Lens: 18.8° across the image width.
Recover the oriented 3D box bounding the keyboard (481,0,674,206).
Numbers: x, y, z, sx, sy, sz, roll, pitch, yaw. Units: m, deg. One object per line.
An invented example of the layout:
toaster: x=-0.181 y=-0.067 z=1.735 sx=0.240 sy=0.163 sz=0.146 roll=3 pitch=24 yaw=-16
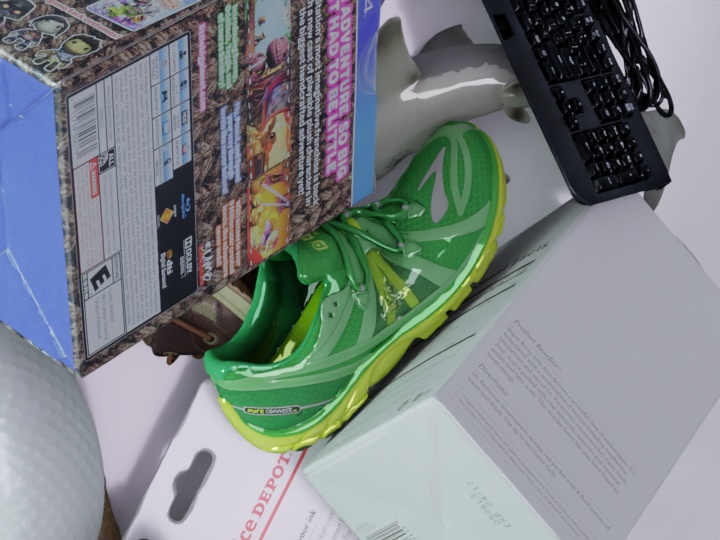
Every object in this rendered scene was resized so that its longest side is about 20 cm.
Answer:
keyboard: x=0.110 y=-0.135 z=1.116 sx=0.104 sy=0.040 sz=0.201 roll=-15 pitch=78 yaw=-47

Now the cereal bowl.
cereal bowl: x=-0.233 y=0.105 z=1.082 sx=0.199 sy=0.083 sz=0.202 roll=4 pitch=101 yaw=20

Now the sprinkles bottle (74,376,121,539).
sprinkles bottle: x=-0.177 y=0.072 z=1.136 sx=0.068 sy=0.068 sz=0.201 roll=-17 pitch=94 yaw=-8

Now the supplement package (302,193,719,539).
supplement package: x=0.090 y=0.067 z=1.106 sx=0.121 sy=0.120 sz=0.200 roll=49 pitch=49 yaw=-6

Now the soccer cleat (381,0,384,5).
soccer cleat: x=-0.011 y=-0.158 z=1.152 sx=0.068 sy=0.073 sz=0.201 roll=32 pitch=87 yaw=-8

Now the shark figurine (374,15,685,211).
shark figurine: x=0.074 y=-0.101 z=1.169 sx=0.213 sy=0.090 sz=0.129 roll=-3 pitch=126 yaw=-1

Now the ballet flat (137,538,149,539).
ballet flat: x=-0.117 y=0.217 z=1.120 sx=0.073 sy=0.073 sz=0.201 roll=-18 pitch=127 yaw=-8

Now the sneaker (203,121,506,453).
sneaker: x=0.000 y=0.000 z=1.092 sx=0.200 sy=0.074 sz=0.084 roll=-51 pitch=127 yaw=-12

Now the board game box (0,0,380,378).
board game box: x=-0.091 y=-0.077 z=1.000 sx=0.200 sy=0.097 sz=0.160 roll=-33 pitch=140 yaw=-36

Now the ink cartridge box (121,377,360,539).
ink cartridge box: x=-0.022 y=0.147 z=1.161 sx=0.199 sy=0.068 sz=0.117 roll=28 pitch=86 yaw=-8

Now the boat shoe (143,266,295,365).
boat shoe: x=-0.091 y=0.011 z=1.144 sx=0.199 sy=0.072 sz=0.072 roll=34 pitch=120 yaw=-30
